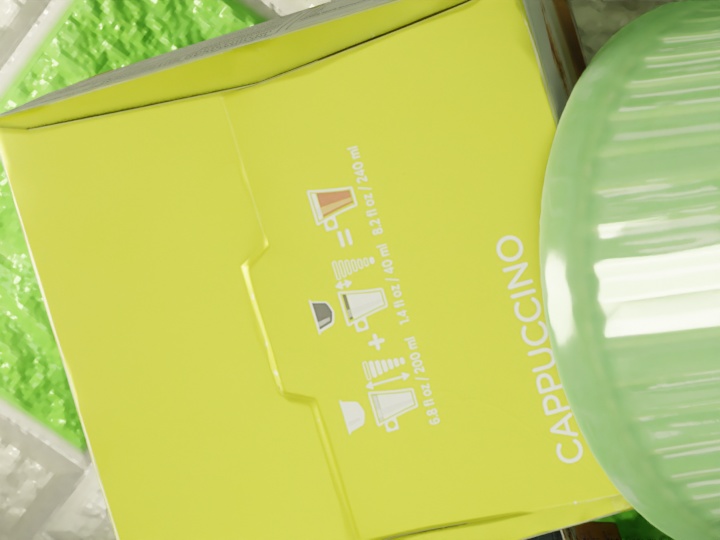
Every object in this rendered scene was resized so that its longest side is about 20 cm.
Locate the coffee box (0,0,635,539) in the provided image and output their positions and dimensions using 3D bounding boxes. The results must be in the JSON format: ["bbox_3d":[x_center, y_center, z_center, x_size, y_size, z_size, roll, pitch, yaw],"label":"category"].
[{"bbox_3d":[0.000,0.000,1.115,0.199,0.198,0.200,-16,96,9],"label":"coffee box"}]

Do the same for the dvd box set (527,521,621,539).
[{"bbox_3d":[0.028,0.132,1.186,0.146,0.200,0.030,-17,82,10],"label":"dvd box set"}]

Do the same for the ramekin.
[{"bbox_3d":[0.164,-0.002,1.016,0.098,0.200,0.200,-8,115,46],"label":"ramekin"}]
